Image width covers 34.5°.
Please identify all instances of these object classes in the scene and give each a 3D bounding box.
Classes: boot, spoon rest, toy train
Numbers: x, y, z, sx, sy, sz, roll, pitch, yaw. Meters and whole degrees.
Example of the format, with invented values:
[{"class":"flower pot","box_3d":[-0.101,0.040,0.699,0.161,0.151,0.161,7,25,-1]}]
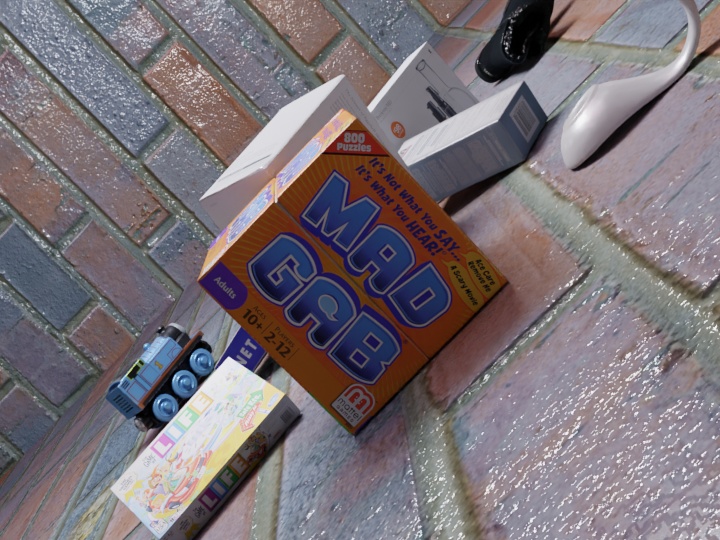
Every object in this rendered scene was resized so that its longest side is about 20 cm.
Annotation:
[{"class":"boot","box_3d":[0.264,-0.390,1.815,0.201,0.076,0.168,-55,8,-10]},{"class":"spoon rest","box_3d":[0.259,-0.176,1.108,0.201,0.060,0.100,-56,3,29]},{"class":"toy train","box_3d":[-0.331,0.174,1.945,0.086,0.114,0.201,-31,18,53]}]

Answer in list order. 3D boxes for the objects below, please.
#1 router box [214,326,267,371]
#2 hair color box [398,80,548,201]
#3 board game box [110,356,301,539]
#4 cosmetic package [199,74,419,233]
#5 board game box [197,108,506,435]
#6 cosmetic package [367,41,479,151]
[{"class":"router box","box_3d":[-0.108,0.039,1.598,0.201,0.049,0.180,-55,0,34]},{"class":"hair color box","box_3d":[0.121,-0.145,1.409,0.198,0.061,0.099,-23,22,40]},{"class":"board game box","box_3d":[-0.172,0.199,1.277,0.200,0.034,0.134,-49,35,-14]},{"class":"cosmetic package","box_3d":[-0.043,-0.074,1.321,0.122,0.200,0.201,-19,24,42]},{"class":"board game box","box_3d":[-0.013,-0.009,1.109,0.200,0.200,0.200,-45,10,4]},{"class":"cosmetic package","box_3d":[0.087,-0.198,1.587,0.052,0.151,0.201,-34,16,47]}]
